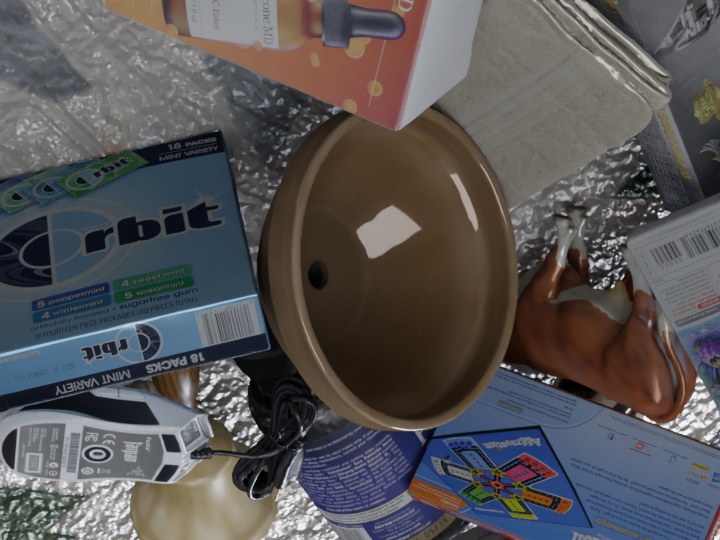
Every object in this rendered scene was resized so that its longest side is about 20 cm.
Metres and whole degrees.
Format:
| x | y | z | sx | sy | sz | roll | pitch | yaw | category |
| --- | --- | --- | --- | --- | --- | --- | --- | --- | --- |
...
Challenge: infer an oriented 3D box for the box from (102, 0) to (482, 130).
| x | y | z | sx | sy | sz | roll | pitch | yaw | category |
| --- | --- | --- | --- | --- | --- | --- | --- | --- | --- |
| -0.028 | -0.197 | 1.364 | 0.199 | 0.106 | 0.153 | 23 | 120 | 16 | box |

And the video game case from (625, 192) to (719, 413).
| x | y | z | sx | sy | sz | roll | pitch | yaw | category |
| --- | --- | --- | --- | --- | --- | --- | --- | --- | --- |
| 0.286 | 0.021 | 1.440 | 0.199 | 0.024 | 0.183 | -24 | 103 | 32 | video game case |

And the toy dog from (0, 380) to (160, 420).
| x | y | z | sx | sy | sz | roll | pitch | yaw | category |
| --- | --- | --- | --- | --- | --- | --- | --- | --- | --- |
| -0.193 | 0.044 | 1.542 | 0.199 | 0.097 | 0.132 | -6 | 144 | -50 | toy dog |

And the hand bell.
| x | y | z | sx | sy | sz | roll | pitch | yaw | category |
| --- | --- | --- | --- | --- | --- | --- | --- | --- | --- |
| -0.113 | 0.097 | 1.550 | 0.103 | 0.105 | 0.201 | -10 | 141 | -4 | hand bell |

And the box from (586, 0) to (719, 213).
| x | y | z | sx | sy | sz | roll | pitch | yaw | category |
| --- | --- | --- | --- | --- | --- | --- | --- | --- | --- |
| 0.225 | -0.155 | 1.479 | 0.158 | 0.048 | 0.201 | -41 | 125 | -22 | box |

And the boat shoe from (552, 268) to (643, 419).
| x | y | z | sx | sy | sz | roll | pitch | yaw | category |
| --- | --- | --- | --- | --- | --- | --- | --- | --- | --- |
| 0.176 | 0.055 | 1.632 | 0.062 | 0.071 | 0.201 | 9 | 126 | -20 | boat shoe |

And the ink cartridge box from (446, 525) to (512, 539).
| x | y | z | sx | sy | sz | roll | pitch | yaw | category |
| --- | --- | --- | --- | --- | --- | --- | --- | --- | --- |
| 0.131 | 0.217 | 1.583 | 0.199 | 0.068 | 0.117 | -25 | 113 | 7 | ink cartridge box |

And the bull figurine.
| x | y | z | sx | sy | sz | roll | pitch | yaw | category |
| --- | --- | --- | --- | --- | --- | --- | --- | --- | --- |
| 0.148 | 0.029 | 1.569 | 0.065 | 0.199 | 0.122 | -4 | 110 | -46 | bull figurine |

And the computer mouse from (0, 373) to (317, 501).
| x | y | z | sx | sy | sz | roll | pitch | yaw | category |
| --- | --- | --- | --- | --- | --- | --- | --- | --- | --- |
| -0.130 | 0.098 | 1.483 | 0.198 | 0.044 | 0.110 | 5 | 141 | -10 | computer mouse |

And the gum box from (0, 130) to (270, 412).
| x | y | z | sx | sy | sz | roll | pitch | yaw | category |
| --- | --- | --- | --- | --- | --- | --- | --- | --- | --- |
| -0.152 | -0.004 | 1.457 | 0.168 | 0.200 | 0.045 | -13 | 123 | -2 | gum box |

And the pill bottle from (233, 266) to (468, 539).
| x | y | z | sx | sy | sz | roll | pitch | yaw | category |
| --- | --- | --- | --- | --- | --- | --- | --- | --- | --- |
| -0.007 | 0.097 | 1.599 | 0.111 | 0.112 | 0.201 | -28 | 123 | 8 | pill bottle |

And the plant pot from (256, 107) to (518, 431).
| x | y | z | sx | sy | sz | roll | pitch | yaw | category |
| --- | --- | --- | --- | --- | --- | --- | --- | --- | --- |
| 0.000 | 0.000 | 1.475 | 0.092 | 0.202 | 0.201 | -6 | 135 | 44 | plant pot |

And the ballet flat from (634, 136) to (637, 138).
| x | y | z | sx | sy | sz | roll | pitch | yaw | category |
| --- | --- | --- | --- | --- | --- | --- | --- | --- | --- |
| 0.151 | -0.153 | 1.497 | 0.072 | 0.072 | 0.200 | -37 | 121 | 13 | ballet flat |

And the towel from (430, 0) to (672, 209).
| x | y | z | sx | sy | sz | roll | pitch | yaw | category |
| --- | --- | --- | --- | --- | --- | --- | --- | --- | --- |
| 0.094 | -0.113 | 1.467 | 0.132 | 0.035 | 0.200 | 40 | 145 | -14 | towel |

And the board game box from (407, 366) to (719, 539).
| x | y | z | sx | sy | sz | roll | pitch | yaw | category |
| --- | --- | --- | --- | --- | --- | --- | --- | --- | --- |
| 0.138 | 0.135 | 1.532 | 0.104 | 0.199 | 0.019 | -63 | 154 | -14 | board game box |
